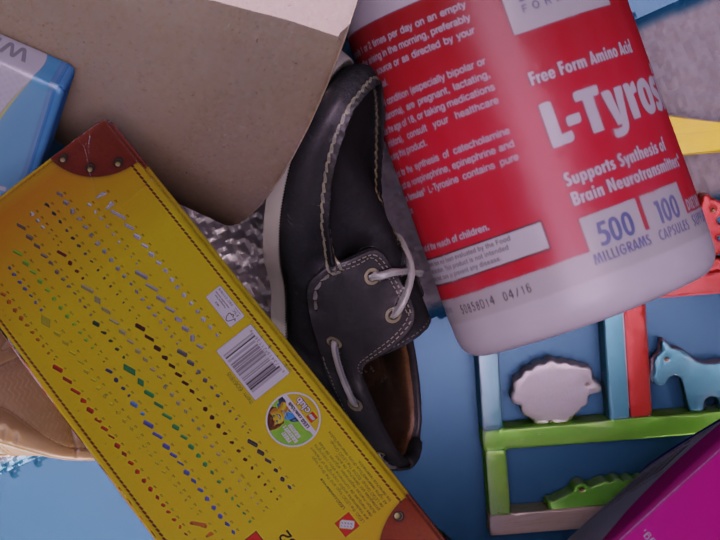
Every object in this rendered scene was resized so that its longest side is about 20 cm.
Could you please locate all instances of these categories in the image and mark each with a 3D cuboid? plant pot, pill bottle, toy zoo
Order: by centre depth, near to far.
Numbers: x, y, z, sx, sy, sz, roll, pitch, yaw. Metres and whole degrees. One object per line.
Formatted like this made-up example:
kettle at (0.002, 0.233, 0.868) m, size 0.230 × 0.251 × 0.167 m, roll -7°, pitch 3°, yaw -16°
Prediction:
plant pot at (-0.114, -0.137, 0.797) m, size 0.199 × 0.187 × 0.188 m, roll 18°, pitch 95°, yaw -17°
pill bottle at (0.059, -0.076, 0.851) m, size 0.112 × 0.112 × 0.201 m, roll -20°, pitch 91°, yaw 0°
toy zoo at (0.112, 0.011, 0.925) m, size 0.130 × 0.020 × 0.202 m, roll -4°, pitch 96°, yaw -1°

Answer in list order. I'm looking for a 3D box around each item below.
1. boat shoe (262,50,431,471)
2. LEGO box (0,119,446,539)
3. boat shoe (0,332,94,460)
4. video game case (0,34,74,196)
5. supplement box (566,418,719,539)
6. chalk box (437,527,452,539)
boat shoe at (0.000, 0.000, 0.855) m, size 0.067 × 0.072 × 0.201 m, roll 18°, pitch 132°, yaw 19°
LEGO box at (-0.053, 0.063, 0.774) m, size 0.077 × 0.149 × 0.200 m, roll -37°, pitch 73°, yaw -8°
boat shoe at (-0.160, 0.043, 0.894) m, size 0.199 × 0.069 × 0.074 m, roll 3°, pitch 89°, yaw -24°
video game case at (-0.215, -0.059, 0.780) m, size 0.199 × 0.018 × 0.144 m, roll 23°, pitch 132°, yaw -4°
supplement box at (0.102, 0.148, 0.785) m, size 0.200 × 0.101 × 0.104 m, roll -34°, pitch 85°, yaw -33°
chalk box at (0.036, 0.198, 0.890) m, size 0.200 × 0.124 × 0.124 m, roll 39°, pitch 93°, yaw -4°
